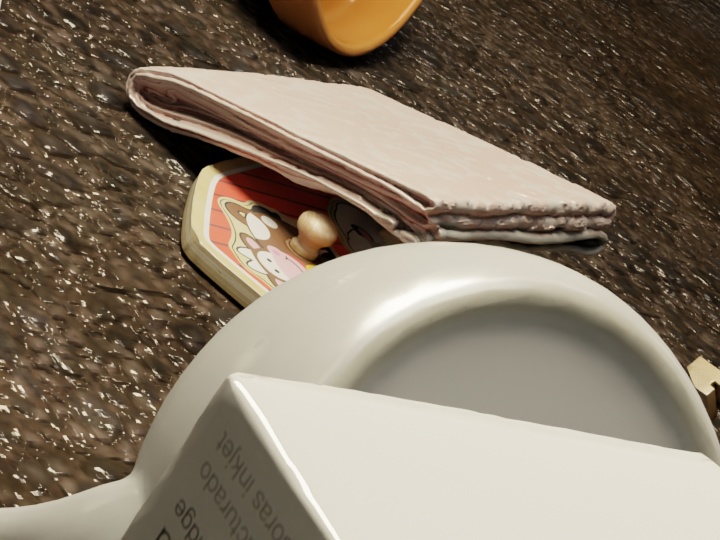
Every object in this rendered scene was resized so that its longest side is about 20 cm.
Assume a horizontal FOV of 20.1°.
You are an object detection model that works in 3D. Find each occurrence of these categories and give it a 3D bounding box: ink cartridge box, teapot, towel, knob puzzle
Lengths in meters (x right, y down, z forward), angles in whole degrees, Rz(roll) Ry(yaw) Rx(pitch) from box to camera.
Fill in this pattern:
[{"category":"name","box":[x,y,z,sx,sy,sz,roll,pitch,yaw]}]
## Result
[{"category":"ink cartridge box","box":[0.008,0.150,0.386,0.145,0.201,0.147,13,29,-42]},{"category":"teapot","box":[0.008,0.084,0.611,0.200,0.198,0.146,50,-24,-20]},{"category":"towel","box":[0.010,-0.056,1.019,0.190,0.033,0.199,28,14,30]},{"category":"knob puzzle","box":[0.000,0.000,0.947,0.218,0.031,0.220,31,21,-13]}]

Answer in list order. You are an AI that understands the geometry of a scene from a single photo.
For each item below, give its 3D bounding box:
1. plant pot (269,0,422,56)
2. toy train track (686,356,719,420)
[{"category":"plant pot","box":[-0.030,-0.251,1.246,0.139,0.202,0.200,25,16,22]},{"category":"toy train track","box":[0.229,0.110,1.001,0.200,0.032,0.115,38,-24,38]}]
